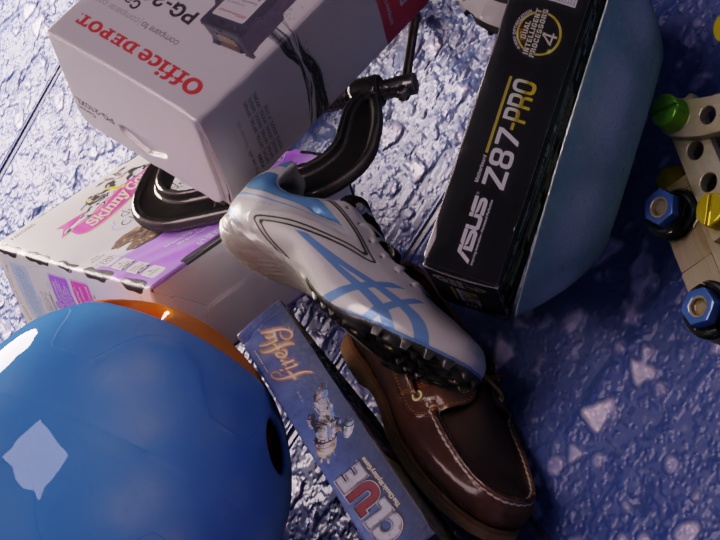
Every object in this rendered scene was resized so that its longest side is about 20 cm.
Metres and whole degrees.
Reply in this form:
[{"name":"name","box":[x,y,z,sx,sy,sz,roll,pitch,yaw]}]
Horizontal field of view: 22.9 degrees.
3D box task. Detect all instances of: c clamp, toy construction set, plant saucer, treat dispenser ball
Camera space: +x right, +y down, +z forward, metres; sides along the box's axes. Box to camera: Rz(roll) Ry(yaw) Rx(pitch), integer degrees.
[{"name":"c clamp","box":[-0.053,-0.088,1.154,0.198,0.027,0.172,-14,39,15]},{"name":"toy construction set","box":[0.207,-0.035,0.890,0.131,0.092,0.201,-38,39,32]},{"name":"plant saucer","box":[0.129,-0.067,0.954,0.038,0.201,0.203,17,86,7]},{"name":"treat dispenser ball","box":[-0.138,0.117,1.002,0.200,0.200,0.203,-21,59,41]}]

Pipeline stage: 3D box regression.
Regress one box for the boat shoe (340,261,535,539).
[{"name":"boat shoe","box":[0.048,0.070,1.030,0.071,0.070,0.200,-57,42,20]}]

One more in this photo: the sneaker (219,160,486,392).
[{"name":"sneaker","box":[0.000,0.000,1.011,0.199,0.072,0.073,36,82,33]}]

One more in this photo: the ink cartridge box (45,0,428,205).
[{"name":"ink cartridge box","box":[-0.077,-0.160,1.129,0.144,0.085,0.200,30,67,31]}]

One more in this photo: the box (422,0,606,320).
[{"name":"box","box":[0.091,-0.080,0.985,0.049,0.161,0.202,17,86,10]}]

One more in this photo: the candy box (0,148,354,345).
[{"name":"candy box","box":[-0.122,-0.016,1.185,0.167,0.072,0.199,-37,29,-30]}]

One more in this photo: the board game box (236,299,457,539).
[{"name":"board game box","box":[0.010,0.121,1.002,0.034,0.136,0.200,-36,45,0]}]

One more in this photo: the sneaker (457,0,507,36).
[{"name":"sneaker","box":[0.068,-0.240,1.122,0.201,0.066,0.091,59,143,38]}]
